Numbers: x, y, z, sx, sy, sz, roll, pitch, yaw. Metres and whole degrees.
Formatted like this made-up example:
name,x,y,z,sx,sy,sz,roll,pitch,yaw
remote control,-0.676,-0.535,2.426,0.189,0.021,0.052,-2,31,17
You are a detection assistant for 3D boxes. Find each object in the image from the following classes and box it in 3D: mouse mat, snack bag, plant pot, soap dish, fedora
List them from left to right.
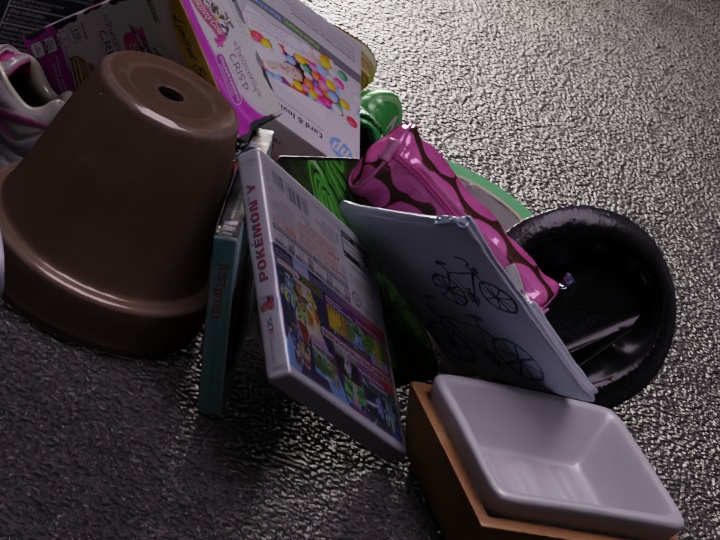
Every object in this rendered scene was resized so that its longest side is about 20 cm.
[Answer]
name,x,y,z,sx,sy,sz,roll,pitch,yaw
plant pot,-0.174,-0.064,1.389,0.199,0.176,0.201,24,25,-12
mouse mat,0.000,0.000,1.508,0.161,0.007,0.202,-5,73,-62
snack bag,0.081,0.019,1.456,0.200,0.021,0.188,52,-21,-26
soap dish,0.136,0.165,1.407,0.198,0.082,0.158,14,30,-31
fedora,0.179,0.037,1.645,0.199,0.202,0.092,22,-9,-15

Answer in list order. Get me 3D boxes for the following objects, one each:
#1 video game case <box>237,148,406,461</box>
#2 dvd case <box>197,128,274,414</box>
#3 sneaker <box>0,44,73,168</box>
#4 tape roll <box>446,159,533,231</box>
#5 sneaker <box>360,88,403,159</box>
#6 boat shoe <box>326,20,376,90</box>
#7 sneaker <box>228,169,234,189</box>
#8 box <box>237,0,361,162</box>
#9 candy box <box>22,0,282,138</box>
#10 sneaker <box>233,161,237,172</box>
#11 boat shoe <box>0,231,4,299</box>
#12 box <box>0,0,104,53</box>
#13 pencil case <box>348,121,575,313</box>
name,x,y,z,sx,sy,sz,roll,pitch,yaw
video game case,-0.027,0.029,1.371,0.200,0.023,0.184,41,34,-56
dvd case,-0.094,-0.004,1.403,0.022,0.147,0.200,8,26,0
sneaker,-0.307,-0.152,1.505,0.199,0.089,0.081,31,26,2
tape roll,0.094,-0.037,1.765,0.199,0.048,0.201,24,26,-12
sneaker,-0.005,-0.116,1.732,0.200,0.083,0.075,-42,117,-50
boat shoe,-0.081,-0.211,1.807,0.198,0.072,0.077,18,41,-8
sneaker,-0.175,-0.137,1.578,0.075,0.079,0.201,-33,80,-17
box,-0.069,-0.173,1.626,0.155,0.041,0.201,35,35,-25
candy box,-0.170,-0.157,1.484,0.061,0.199,0.137,-34,105,-44
sneaker,-0.060,-0.046,1.575,0.073,0.087,0.201,13,30,-33
boat shoe,-0.311,-0.035,1.333,0.066,0.074,0.200,-4,30,-26
box,-0.251,-0.272,1.653,0.199,0.199,0.123,6,34,-40
pencil case,0.078,-0.031,1.523,0.200,0.091,0.094,46,2,-3
